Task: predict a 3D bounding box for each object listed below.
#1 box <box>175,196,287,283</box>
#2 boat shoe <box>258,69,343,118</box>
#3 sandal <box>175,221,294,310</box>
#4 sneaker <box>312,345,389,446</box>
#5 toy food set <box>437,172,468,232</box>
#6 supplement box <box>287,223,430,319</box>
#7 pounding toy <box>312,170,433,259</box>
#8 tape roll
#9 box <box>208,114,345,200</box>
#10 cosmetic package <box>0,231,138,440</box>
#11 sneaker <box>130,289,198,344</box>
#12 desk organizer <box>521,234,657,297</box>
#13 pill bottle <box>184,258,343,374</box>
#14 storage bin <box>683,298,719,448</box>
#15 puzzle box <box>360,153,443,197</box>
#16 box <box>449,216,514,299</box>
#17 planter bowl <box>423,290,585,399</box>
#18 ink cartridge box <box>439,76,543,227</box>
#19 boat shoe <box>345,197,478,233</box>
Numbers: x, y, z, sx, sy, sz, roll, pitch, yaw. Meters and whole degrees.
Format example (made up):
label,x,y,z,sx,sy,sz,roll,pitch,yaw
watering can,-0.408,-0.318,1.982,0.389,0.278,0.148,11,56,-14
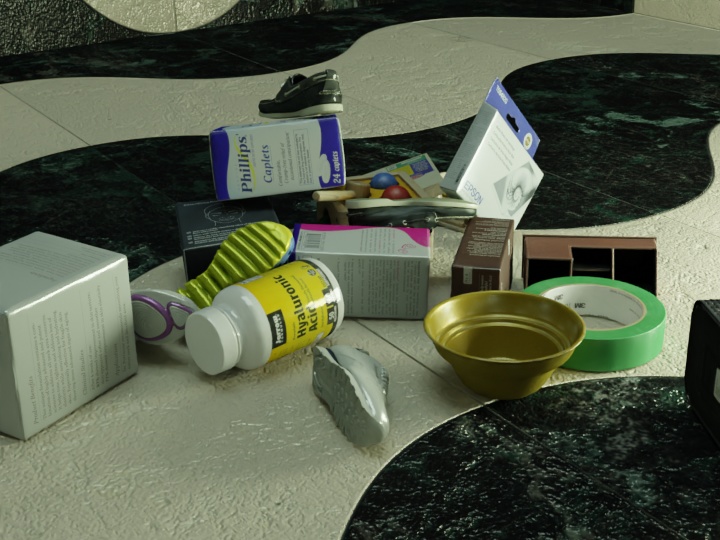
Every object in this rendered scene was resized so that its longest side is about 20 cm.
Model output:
label,x,y,z,sx,sy,sz,roll,pitch,yaw
box,-0.193,-0.029,1.682,0.146,0.109,0.200,-9,24,-9
boat shoe,-0.094,-0.269,1.740,0.071,0.069,0.199,-12,8,-35
sandal,-0.171,0.010,1.551,0.199,0.087,0.080,-38,69,4
sneaker,0.003,0.140,1.339,0.079,0.077,0.200,1,23,-20
toy food set,0.175,-0.129,1.964,0.143,0.061,0.199,-22,31,-39
supplement box,0.000,0.000,1.608,0.197,0.105,0.102,1,25,3
pounding toy,0.004,-0.093,1.783,0.197,0.144,0.184,-7,23,-14
tape roll,0.307,0.068,1.516,0.197,0.049,0.201,-1,23,1
box,-0.126,-0.179,1.749,0.197,0.107,0.184,-7,9,-1
cosmetic package,-0.404,0.072,1.385,0.165,0.170,0.199,14,27,30
sneaker,-0.291,0.055,1.505,0.198,0.076,0.099,-7,12,28
desk organizer,0.337,-0.003,1.654,0.197,0.073,0.077,1,25,6
pill bottle,-0.126,0.063,1.468,0.199,0.113,0.111,-23,31,-40
storage bin,0.443,0.126,1.261,0.092,0.137,0.200,-2,23,-4
puzzle box,0.042,-0.138,1.959,0.197,0.026,0.133,-19,29,-1
box,0.176,0.003,1.608,0.074,0.102,0.200,5,24,13
planter bowl,0.176,0.103,1.396,0.197,0.085,0.201,-1,24,1
ink cartridge box,0.221,-0.166,1.774,0.040,0.202,0.199,19,-13,38
boat shoe,0.076,-0.073,1.665,0.196,0.067,0.074,-1,6,-9
